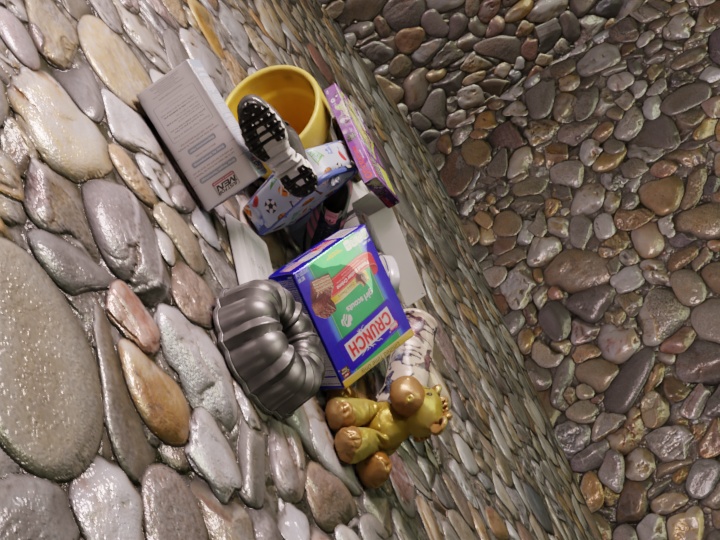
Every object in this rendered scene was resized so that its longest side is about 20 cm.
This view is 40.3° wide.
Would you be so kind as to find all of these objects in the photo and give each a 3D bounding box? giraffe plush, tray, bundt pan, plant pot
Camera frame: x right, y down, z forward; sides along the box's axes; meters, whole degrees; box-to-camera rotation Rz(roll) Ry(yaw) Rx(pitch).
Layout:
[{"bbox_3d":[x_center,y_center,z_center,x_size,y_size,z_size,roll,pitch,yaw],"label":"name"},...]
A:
[{"bbox_3d":[0.058,0.235,1.539,0.200,0.161,0.174,43,20,-47],"label":"giraffe plush"},{"bbox_3d":[-0.161,0.002,1.535,0.107,0.022,0.202,44,20,-46],"label":"tray"},{"bbox_3d":[-0.116,0.098,1.363,0.203,0.075,0.203,53,18,-25],"label":"bundt pan"},{"bbox_3d":[-0.133,-0.235,1.789,0.189,0.198,0.203,57,10,-55],"label":"plant pot"}]

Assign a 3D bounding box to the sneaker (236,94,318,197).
[{"bbox_3d":[-0.133,-0.201,1.488,0.201,0.066,0.091,52,11,-45],"label":"sneaker"}]

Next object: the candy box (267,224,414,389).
[{"bbox_3d":[-0.028,0.058,1.541,0.168,0.076,0.203,-35,107,-35],"label":"candy box"}]

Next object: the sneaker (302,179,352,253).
[{"bbox_3d":[-0.062,-0.085,1.771,0.069,0.204,0.082,12,9,-5],"label":"sneaker"}]

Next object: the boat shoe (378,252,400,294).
[{"bbox_3d":[0.000,-0.005,1.709,0.202,0.085,0.076,-134,-135,-61],"label":"boat shoe"}]

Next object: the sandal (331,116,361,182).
[{"bbox_3d":[-0.012,-0.230,1.834,0.201,0.054,0.083,71,-2,-65],"label":"sandal"}]

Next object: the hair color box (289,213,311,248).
[{"bbox_3d":[-0.064,-0.049,1.910,0.201,0.060,0.100,51,15,-35],"label":"hair color box"}]

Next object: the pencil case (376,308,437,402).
[{"bbox_3d":[0.083,0.168,1.764,0.088,0.078,0.203,19,61,-11],"label":"pencil case"}]

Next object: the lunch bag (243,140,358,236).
[{"bbox_3d":[-0.094,-0.142,1.668,0.076,0.199,0.160,58,29,5],"label":"lunch bag"}]

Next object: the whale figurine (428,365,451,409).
[{"bbox_3d":[0.097,0.233,1.883,0.161,0.103,0.200,59,-11,-4],"label":"whale figurine"}]

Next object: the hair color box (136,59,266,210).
[{"bbox_3d":[-0.239,-0.206,1.487,0.202,0.098,0.061,59,12,-5],"label":"hair color box"}]

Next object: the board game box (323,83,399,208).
[{"bbox_3d":[0.003,-0.214,1.692,0.202,0.032,0.120,68,9,25],"label":"board game box"}]

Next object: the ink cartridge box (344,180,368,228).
[{"bbox_3d":[-0.010,-0.106,1.922,0.202,0.083,0.144,58,10,11],"label":"ink cartridge box"}]

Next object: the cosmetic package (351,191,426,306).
[{"bbox_3d":[0.052,-0.038,1.787,0.082,0.050,0.202,37,-26,58],"label":"cosmetic package"}]
